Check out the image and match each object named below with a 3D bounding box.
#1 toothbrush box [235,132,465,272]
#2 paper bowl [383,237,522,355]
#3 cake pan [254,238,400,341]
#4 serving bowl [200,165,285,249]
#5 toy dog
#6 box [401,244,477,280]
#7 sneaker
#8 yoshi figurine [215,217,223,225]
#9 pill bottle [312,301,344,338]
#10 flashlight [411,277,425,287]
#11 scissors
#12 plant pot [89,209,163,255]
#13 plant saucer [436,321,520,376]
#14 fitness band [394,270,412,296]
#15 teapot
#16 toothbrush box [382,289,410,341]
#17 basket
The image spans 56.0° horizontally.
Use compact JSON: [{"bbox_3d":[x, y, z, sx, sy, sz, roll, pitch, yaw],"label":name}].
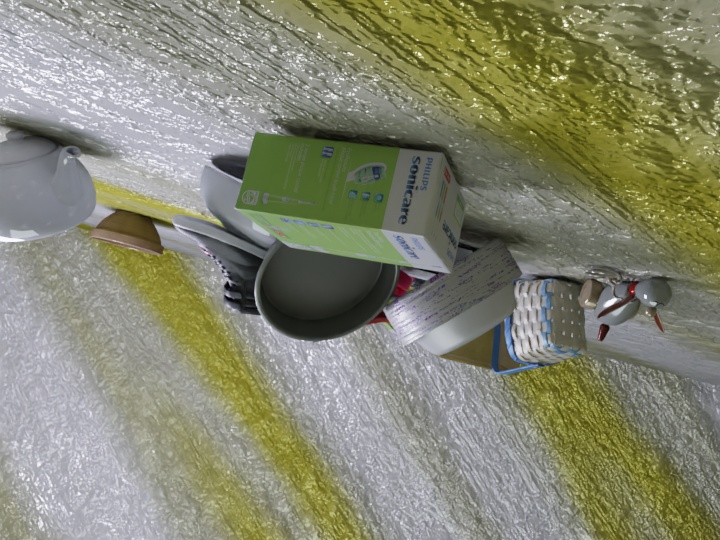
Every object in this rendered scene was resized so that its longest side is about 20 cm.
[{"bbox_3d":[-0.004,-0.067,0.708,0.199,0.087,0.146,11,170,20],"label":"toothbrush box"},{"bbox_3d":[0.141,0.046,0.974,0.200,0.105,0.201,-30,175,-3],"label":"paper bowl"},{"bbox_3d":[-0.046,0.007,0.907,0.199,0.201,0.037,17,-153,-31],"label":"cake pan"},{"bbox_3d":[-0.140,-0.073,0.950,0.199,0.066,0.200,27,-177,-1],"label":"serving bowl"},{"bbox_3d":[0.410,0.064,1.066,0.131,0.097,0.200,11,174,18],"label":"toy dog"},{"bbox_3d":[0.101,-0.022,1.143,0.199,0.060,0.117,15,174,-8],"label":"box"},{"bbox_3d":[-0.180,0.000,0.930,0.199,0.100,0.071,27,-177,-30],"label":"sneaker"},{"bbox_3d":[-0.169,-0.062,1.097,0.200,0.112,0.112,39,136,16],"label":"yoshi figurine"},{"bbox_3d":[-0.055,0.049,1.085,0.111,0.112,0.200,12,168,13],"label":"pill bottle"},{"bbox_3d":[0.042,-0.021,1.278,0.199,0.068,0.068,19,146,-34],"label":"flashlight"},{"bbox_3d":[-0.003,0.072,1.027,0.199,0.014,0.073,-9,-137,-35],"label":"scissors"},{"bbox_3d":[-0.640,-0.111,1.887,0.200,0.093,0.201,14,175,1],"label":"plant pot"},{"bbox_3d":[0.225,0.105,1.364,0.199,0.201,0.048,16,151,-23],"label":"plant saucer"},{"bbox_3d":[0.000,0.000,1.130,0.143,0.038,0.200,30,169,-32],"label":"fitness band"},{"bbox_3d":[-0.518,-0.144,1.049,0.199,0.147,0.198,-13,-151,-13],"label":"teapot"},{"bbox_3d":[0.050,0.052,1.402,0.200,0.086,0.146,47,176,3],"label":"toothbrush box"},{"bbox_3d":[0.317,0.101,1.253,0.139,0.177,0.200,13,165,-33],"label":"basket"}]
